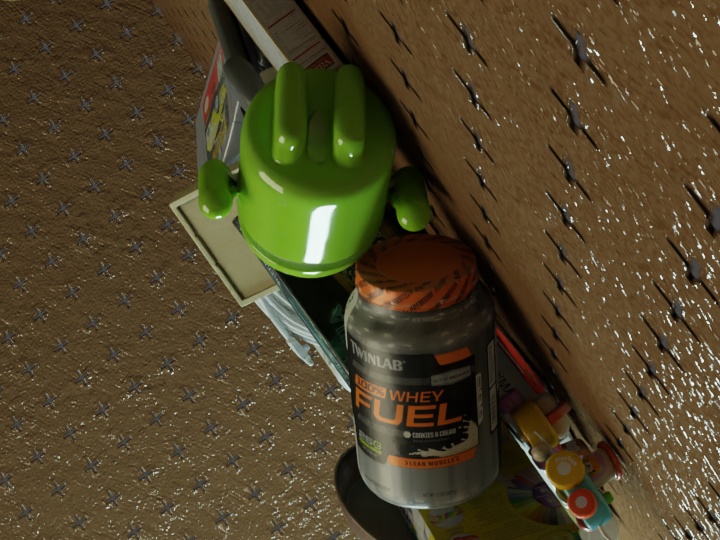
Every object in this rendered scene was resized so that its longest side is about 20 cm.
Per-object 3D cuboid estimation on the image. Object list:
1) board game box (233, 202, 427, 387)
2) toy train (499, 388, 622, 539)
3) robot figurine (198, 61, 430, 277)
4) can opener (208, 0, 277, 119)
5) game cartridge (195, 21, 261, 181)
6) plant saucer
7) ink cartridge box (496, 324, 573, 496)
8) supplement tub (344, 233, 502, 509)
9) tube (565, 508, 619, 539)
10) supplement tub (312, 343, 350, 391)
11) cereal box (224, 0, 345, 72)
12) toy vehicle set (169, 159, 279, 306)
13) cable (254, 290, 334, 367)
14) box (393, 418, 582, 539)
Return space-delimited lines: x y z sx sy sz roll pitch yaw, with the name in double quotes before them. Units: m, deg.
"board game box" 0.000 0.000 1.469 0.200 0.135 0.028 55 164 1
"toy train" 0.181 0.165 1.390 0.150 0.056 0.200 55 -179 -27
"robot figurine" -0.035 -0.072 1.276 0.200 0.174 0.116 101 168 -60
"can opener" -0.098 -0.195 1.485 0.067 0.053 0.200 65 -177 -47
"game cartridge" -0.124 -0.148 1.626 0.200 0.041 0.134 114 151 -49
"plant saucer" 0.068 0.216 1.479 0.200 0.199 0.035 51 131 50
"ink cartridge box" 0.126 0.096 1.569 0.200 0.043 0.174 53 178 39
"supplement tub" 0.051 0.080 1.359 0.123 0.122 0.201 -130 30 -57
"tube" 0.204 0.221 1.714 0.200 0.052 0.058 -127 25 -68
"supplement tub" 0.012 0.044 1.813 0.200 0.145 0.145 52 176 35
"cereal box" -0.067 -0.198 1.380 0.200 0.039 0.144 53 177 20
"toy vehicle set" -0.065 -0.056 1.569 0.125 0.199 0.027 57 -151 -17
"cable" -0.031 -0.012 1.655 0.200 0.200 0.069 50 -138 -16
"box" 0.100 0.200 1.403 0.200 0.117 0.049 -124 26 -54
